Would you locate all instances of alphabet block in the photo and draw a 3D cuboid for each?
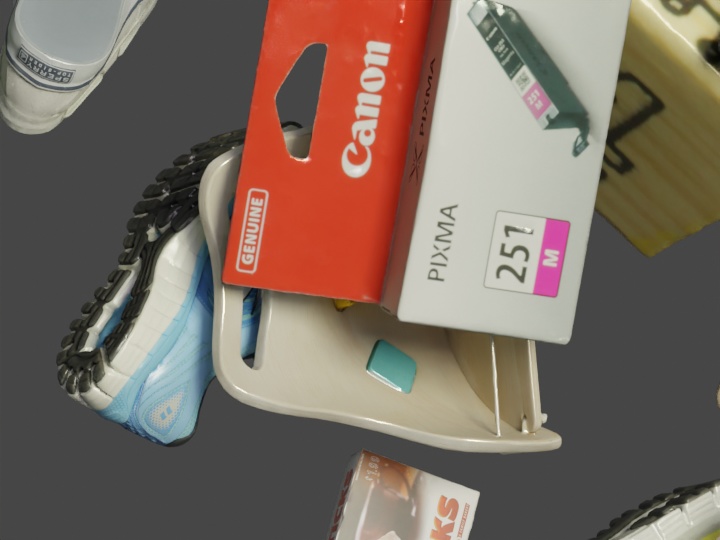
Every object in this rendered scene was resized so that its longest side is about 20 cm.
[{"bbox_3d":[0.176,-0.158,1.479,0.200,0.196,0.195,41,67,-6],"label":"alphabet block"}]

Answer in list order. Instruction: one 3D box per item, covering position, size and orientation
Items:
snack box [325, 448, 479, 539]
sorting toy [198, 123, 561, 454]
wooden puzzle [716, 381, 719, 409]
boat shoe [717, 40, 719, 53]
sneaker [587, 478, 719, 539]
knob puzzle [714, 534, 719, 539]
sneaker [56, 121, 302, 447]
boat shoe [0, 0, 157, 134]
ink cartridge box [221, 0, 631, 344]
[{"bbox_3d":[0.003,0.199,1.405,0.072,0.024,0.200,21,69,-14],"label":"snack box"},{"bbox_3d":[0.000,0.000,1.386,0.180,0.107,0.200,-3,88,-34],"label":"sorting toy"},{"bbox_3d":[0.278,-0.021,1.457,0.046,0.185,0.200,30,33,20],"label":"wooden puzzle"},{"bbox_3d":[0.243,-0.176,1.368,0.068,0.072,0.200,34,73,-11],"label":"boat shoe"},{"bbox_3d":[0.137,0.189,1.433,0.200,0.078,0.090,-26,93,-23],"label":"sneaker"},{"bbox_3d":[0.196,0.231,1.432,0.219,0.030,0.220,-12,115,-26],"label":"knob puzzle"},{"bbox_3d":[-0.080,0.007,1.413,0.090,0.078,0.200,45,63,-28],"label":"sneaker"},{"bbox_3d":[-0.147,-0.135,1.416,0.075,0.086,0.202,25,39,-8],"label":"boat shoe"},{"bbox_3d":[0.034,-0.074,1.323,0.173,0.044,0.200,8,97,-15],"label":"ink cartridge box"}]
